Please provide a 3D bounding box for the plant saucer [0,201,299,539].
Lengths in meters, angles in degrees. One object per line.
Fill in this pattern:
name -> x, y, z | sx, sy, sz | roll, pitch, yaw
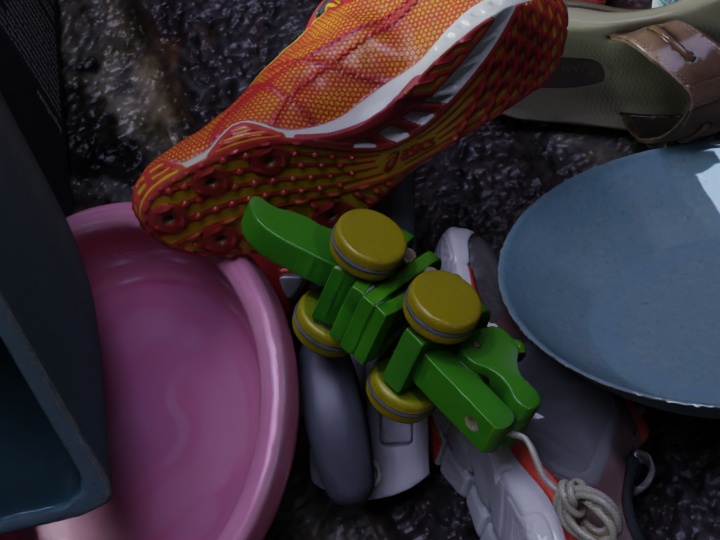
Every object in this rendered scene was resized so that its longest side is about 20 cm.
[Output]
plant saucer -> -0.106, 0.072, 0.823 | 0.199, 0.051, 0.202 | -11, 67, 28

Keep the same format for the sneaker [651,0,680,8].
sneaker -> 0.231, -0.140, 0.862 | 0.198, 0.087, 0.078 | -9, 55, 11

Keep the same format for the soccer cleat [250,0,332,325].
soccer cleat -> -0.030, -0.042, 0.897 | 0.068, 0.085, 0.201 | 25, 91, 7

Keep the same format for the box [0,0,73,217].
box -> -0.263, -0.095, 0.970 | 0.195, 0.118, 0.201 | -16, 56, 7

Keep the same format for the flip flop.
flip flop -> 0.138, -0.089, 0.856 | 0.198, 0.082, 0.058 | 1, 37, 24

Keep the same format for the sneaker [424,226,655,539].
sneaker -> 0.079, 0.067, 0.800 | 0.081, 0.077, 0.201 | -3, 53, -18

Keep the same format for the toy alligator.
toy alligator -> 0.037, 0.031, 0.746 | 0.200, 0.060, 0.054 | 40, 44, 16

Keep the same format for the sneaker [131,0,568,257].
sneaker -> -0.008, -0.071, 0.789 | 0.199, 0.073, 0.077 | -29, 47, -5

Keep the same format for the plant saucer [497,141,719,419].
plant saucer -> 0.158, 0.011, 0.790 | 0.199, 0.039, 0.202 | -5, 32, 3

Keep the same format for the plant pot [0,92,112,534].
plant pot -> -0.218, -0.017, 0.765 | 0.195, 0.197, 0.201 | -14, 40, 9

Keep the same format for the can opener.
can opener -> 0.000, 0.000, 0.811 | 0.053, 0.067, 0.202 | -2, 85, 5

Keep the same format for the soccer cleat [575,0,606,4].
soccer cleat -> 0.046, -0.182, 0.962 | 0.076, 0.067, 0.200 | -41, 59, -14
